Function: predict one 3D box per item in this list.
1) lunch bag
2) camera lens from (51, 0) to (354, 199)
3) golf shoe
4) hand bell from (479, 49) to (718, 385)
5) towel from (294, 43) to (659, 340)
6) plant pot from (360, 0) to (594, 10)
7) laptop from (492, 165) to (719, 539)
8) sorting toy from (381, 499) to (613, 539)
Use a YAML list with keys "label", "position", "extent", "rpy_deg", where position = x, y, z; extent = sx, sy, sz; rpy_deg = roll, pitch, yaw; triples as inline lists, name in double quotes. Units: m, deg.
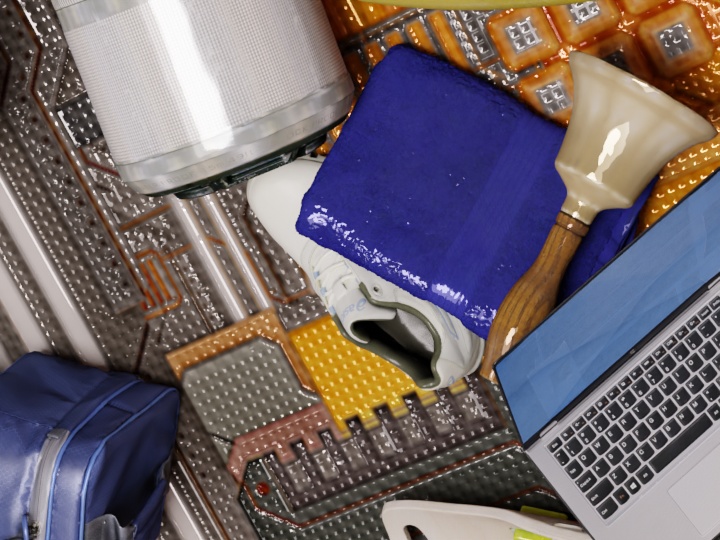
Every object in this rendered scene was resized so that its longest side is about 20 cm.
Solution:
- label: "lunch bag"
  position: [-0.201, 0.147, 1.503]
  extent: [0.131, 0.200, 0.137]
  rpy_deg: [10, 108, 11]
- label: "camera lens"
  position: [-0.104, -0.156, 1.374]
  extent: [0.159, 0.160, 0.202]
  rpy_deg: [-17, 101, 23]
- label: "golf shoe"
  position: [0.000, 0.000, 1.437]
  extent: [0.199, 0.097, 0.079]
  rpy_deg: [38, 119, 3]
- label: "hand bell"
  position: [0.126, -0.022, 1.342]
  extent: [0.104, 0.104, 0.201]
  rpy_deg: [29, 93, 6]
- label: "towel"
  position: [0.074, -0.040, 1.401]
  extent: [0.199, 0.050, 0.148]
  rpy_deg: [29, 79, 6]
- label: "plant pot"
  position: [0.072, -0.257, 1.271]
  extent: [0.175, 0.200, 0.202]
  rpy_deg: [-12, 106, 33]
- label: "laptop"
  position: [0.196, 0.073, 1.342]
  extent: [0.187, 0.116, 0.200]
  rpy_deg: [-40, 96, -8]
- label: "sorting toy"
  position: [0.092, 0.231, 1.499]
  extent: [0.179, 0.107, 0.202]
  rpy_deg: [13, 113, 21]
